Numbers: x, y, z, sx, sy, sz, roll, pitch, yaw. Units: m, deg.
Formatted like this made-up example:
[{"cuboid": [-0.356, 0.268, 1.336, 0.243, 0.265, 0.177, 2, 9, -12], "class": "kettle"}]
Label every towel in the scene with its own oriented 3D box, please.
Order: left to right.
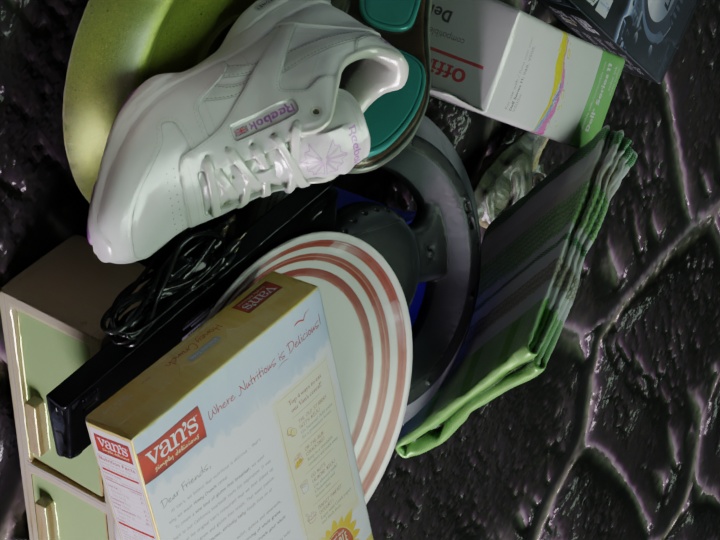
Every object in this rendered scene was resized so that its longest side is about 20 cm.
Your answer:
[{"cuboid": [0.096, 0.016, 1.584, 0.149, 0.031, 0.200, -42, -162, 47], "class": "towel"}]

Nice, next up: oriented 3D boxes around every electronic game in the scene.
[{"cuboid": [0.000, 0.000, 1.496, 0.200, 0.042, 0.200, -9, 103, -45], "class": "electronic game"}]

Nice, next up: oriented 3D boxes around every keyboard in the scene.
[{"cuboid": [-0.092, 0.009, 1.358, 0.200, 0.040, 0.104, -41, 163, -23], "class": "keyboard"}]

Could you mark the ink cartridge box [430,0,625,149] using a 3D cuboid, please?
[{"cuboid": [0.065, -0.133, 1.578, 0.200, 0.117, 0.067, 12, 100, -61], "class": "ink cartridge box"}]

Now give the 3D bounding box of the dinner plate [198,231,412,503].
[{"cuboid": [-0.043, 0.074, 1.408, 0.200, 0.024, 0.200, -24, 124, -43], "class": "dinner plate"}]

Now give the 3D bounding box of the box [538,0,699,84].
[{"cuboid": [0.189, -0.234, 1.783, 0.160, 0.043, 0.200, -65, 151, -3], "class": "box"}]

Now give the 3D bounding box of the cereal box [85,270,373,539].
[{"cuboid": [-0.062, 0.119, 1.354, 0.144, 0.039, 0.200, -39, 132, -35], "class": "cereal box"}]

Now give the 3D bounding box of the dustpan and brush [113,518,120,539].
[{"cuboid": [-0.103, 0.146, 1.412, 0.200, 0.057, 0.140, -47, 146, -31], "class": "dustpan and brush"}]

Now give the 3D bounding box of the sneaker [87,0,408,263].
[{"cuboid": [-0.057, -0.070, 1.318, 0.200, 0.100, 0.075, -46, 148, -28], "class": "sneaker"}]

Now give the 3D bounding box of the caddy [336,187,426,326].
[{"cuboid": [-0.020, 0.041, 1.578, 0.200, 0.105, 0.142, -45, 146, -33], "class": "caddy"}]

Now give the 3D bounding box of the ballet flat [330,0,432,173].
[{"cuboid": [0.006, -0.116, 1.447, 0.064, 0.067, 0.200, 115, -9, -51], "class": "ballet flat"}]

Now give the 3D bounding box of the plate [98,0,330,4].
[{"cuboid": [-0.085, -0.148, 1.409, 0.199, 0.032, 0.200, -34, 138, -44], "class": "plate"}]

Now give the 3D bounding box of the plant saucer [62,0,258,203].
[{"cuboid": [-0.080, -0.113, 1.381, 0.200, 0.031, 0.200, -38, 141, -39], "class": "plant saucer"}]

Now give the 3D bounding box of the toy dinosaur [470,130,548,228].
[{"cuboid": [0.105, -0.059, 1.777, 0.200, 0.047, 0.088, -54, 142, -26], "class": "toy dinosaur"}]

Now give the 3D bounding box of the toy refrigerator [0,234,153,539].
[{"cuboid": [-0.145, 0.088, 1.440, 0.070, 0.076, 0.200, -40, 142, -38], "class": "toy refrigerator"}]
